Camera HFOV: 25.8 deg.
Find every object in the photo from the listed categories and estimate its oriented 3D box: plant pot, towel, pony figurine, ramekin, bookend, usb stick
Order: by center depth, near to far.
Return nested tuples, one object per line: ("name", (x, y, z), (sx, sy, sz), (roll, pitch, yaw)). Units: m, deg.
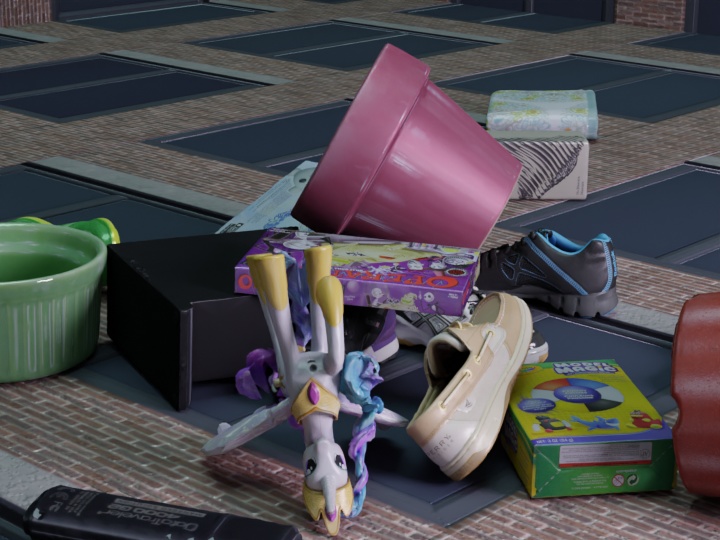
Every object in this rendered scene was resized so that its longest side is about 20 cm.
("usb stick", (-0.135, 0.181, 1.072), (0.198, 0.033, 0.055), (7, 25, 19))
("plant pot", (0.334, 0.090, 1.137), (0.193, 0.203, 0.201), (0, 15, 24))
("pony figurine", (-0.043, 0.085, 1.177), (0.165, 0.202, 0.193), (-9, 3, -8))
("bookend", (-0.109, 0.037, 1.437), (0.198, 0.093, 0.198), (-7, 20, -27))
("ramekin", (-0.331, 0.029, 1.443), (0.198, 0.099, 0.200), (1, 17, 0))
("plant pot", (0.053, -0.095, 1.557), (0.178, 0.201, 0.200), (30, 18, -3))
("towel", (0.283, -0.241, 2.436), (0.169, 0.049, 0.200), (0, 17, 7))

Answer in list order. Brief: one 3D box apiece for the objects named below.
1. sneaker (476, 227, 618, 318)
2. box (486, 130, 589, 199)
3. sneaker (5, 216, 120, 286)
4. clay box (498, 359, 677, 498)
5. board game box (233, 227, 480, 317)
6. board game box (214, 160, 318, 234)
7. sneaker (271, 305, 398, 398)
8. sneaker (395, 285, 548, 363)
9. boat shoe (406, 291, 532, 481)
("sneaker", (0.169, -0.008, 1.610), (0.198, 0.083, 0.073), (6, 20, 22))
("box", (0.192, -0.137, 2.033), (0.198, 0.083, 0.068), (-1, 18, -1))
("sneaker", (-0.324, -0.016, 1.645), (0.199, 0.075, 0.083), (3, 12, 41))
("clay box", (0.169, 0.118, 1.258), (0.114, 0.048, 0.200), (-2, 18, -8))
("board game box", (0.000, 0.000, 1.373), (0.198, 0.033, 0.120), (6, 23, 9))
("board game box", (-0.035, -0.044, 1.689), (0.198, 0.044, 0.200), (11, 37, 35))
("sneaker", (-0.025, 0.052, 1.396), (0.075, 0.088, 0.200), (7, 18, 19))
("sneaker", (0.087, 0.035, 1.459), (0.199, 0.089, 0.075), (17, 21, 38))
("boat shoe", (0.084, 0.075, 1.244), (0.069, 0.074, 0.201), (36, 37, -11))
